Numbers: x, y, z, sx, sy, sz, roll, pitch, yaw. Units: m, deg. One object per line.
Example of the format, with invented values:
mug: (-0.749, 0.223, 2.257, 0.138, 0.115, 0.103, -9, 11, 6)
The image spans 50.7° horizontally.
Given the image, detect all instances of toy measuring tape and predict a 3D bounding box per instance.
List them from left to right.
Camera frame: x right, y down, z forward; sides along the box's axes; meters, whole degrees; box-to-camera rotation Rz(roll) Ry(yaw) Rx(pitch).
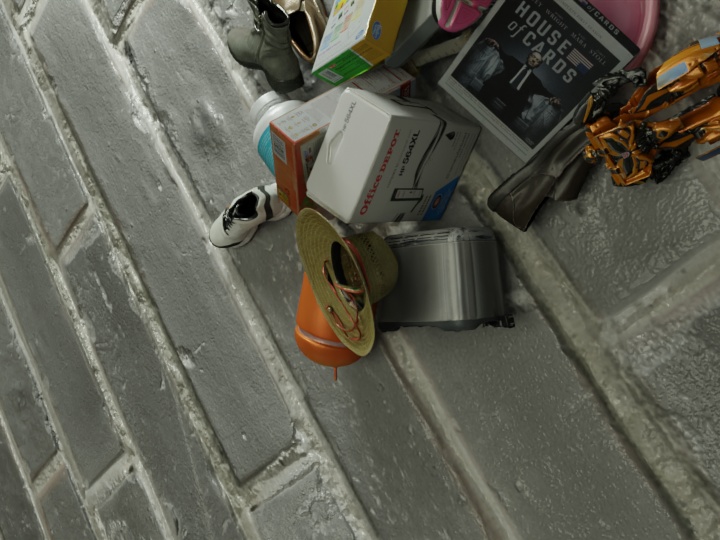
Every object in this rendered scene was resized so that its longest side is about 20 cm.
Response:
toy measuring tape: (0.070, -0.295, 1.022, 0.199, 0.073, 0.074, -12, 87, 35)

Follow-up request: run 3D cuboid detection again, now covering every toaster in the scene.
toaster: (0.107, 0.013, 0.993, 0.199, 0.113, 0.130, -5, 90, 45)

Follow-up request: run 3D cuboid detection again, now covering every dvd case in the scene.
dvd case: (0.191, -0.228, 0.854, 0.150, 0.025, 0.200, 43, 146, 1)

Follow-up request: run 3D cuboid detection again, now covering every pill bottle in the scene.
pill bottle: (-0.088, -0.176, 1.136, 0.200, 0.111, 0.111, 54, 125, 21)

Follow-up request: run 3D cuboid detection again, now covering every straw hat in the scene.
straw hat: (0.000, 0.000, 0.964, 0.201, 0.085, 0.202, 50, 153, 36)

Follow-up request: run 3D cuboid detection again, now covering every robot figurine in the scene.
robot figurine: (-0.034, 0.054, 1.117, 0.143, 0.117, 0.201, 16, 105, 16)
robot figurine: (0.322, -0.161, 0.781, 0.200, 0.058, 0.145, -29, 119, 26)

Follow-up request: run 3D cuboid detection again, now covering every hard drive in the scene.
hard drive: (0.072, -0.376, 0.958, 0.132, 0.026, 0.201, -32, 53, 56)

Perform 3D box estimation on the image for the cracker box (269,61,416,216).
cracker box: (-0.020, -0.174, 0.999, 0.058, 0.200, 0.134, 44, 153, 28)

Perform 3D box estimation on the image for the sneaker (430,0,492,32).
sneaker: (0.109, -0.359, 0.853, 0.087, 0.073, 0.201, 3, 81, 58)

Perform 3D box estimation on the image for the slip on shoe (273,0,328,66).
slip on shoe: (-0.094, -0.384, 1.150, 0.076, 0.060, 0.201, -38, 71, 36)

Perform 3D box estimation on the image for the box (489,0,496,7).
box: (0.167, -0.414, 0.885, 0.158, 0.050, 0.201, 24, 102, 56)

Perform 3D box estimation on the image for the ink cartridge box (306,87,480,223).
ink cartridge box: (0.045, -0.141, 0.970, 0.084, 0.200, 0.146, 38, 118, 30)

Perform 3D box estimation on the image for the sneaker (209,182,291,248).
sneaker: (-0.200, -0.093, 1.262, 0.200, 0.080, 0.074, -30, 78, 40)

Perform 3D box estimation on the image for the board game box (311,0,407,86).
board game box: (0.014, -0.347, 0.952, 0.153, 0.040, 0.201, -3, 68, 63)

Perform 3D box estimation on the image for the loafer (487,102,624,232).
loafer: (0.242, -0.118, 0.901, 0.071, 0.073, 0.200, 53, 128, 8)

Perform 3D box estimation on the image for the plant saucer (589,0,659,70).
plant saucer: (0.249, -0.288, 0.880, 0.200, 0.051, 0.202, 5, 99, 39)

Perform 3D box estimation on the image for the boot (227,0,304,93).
boot: (-0.149, -0.366, 1.147, 0.200, 0.068, 0.131, 44, 154, 39)
